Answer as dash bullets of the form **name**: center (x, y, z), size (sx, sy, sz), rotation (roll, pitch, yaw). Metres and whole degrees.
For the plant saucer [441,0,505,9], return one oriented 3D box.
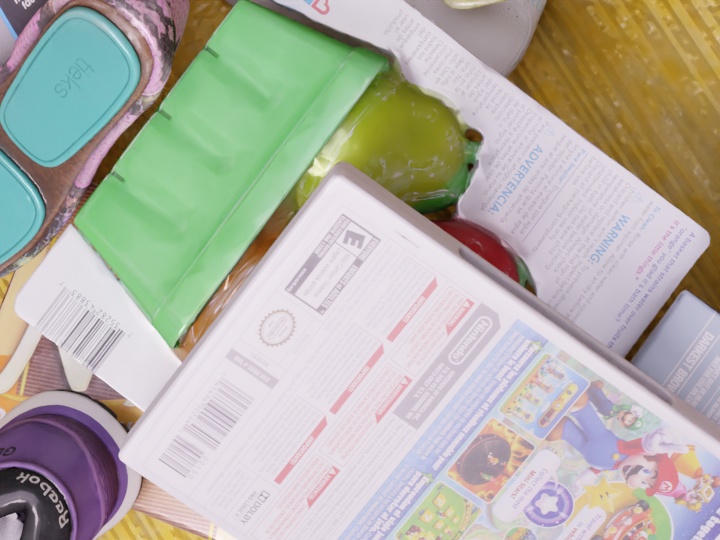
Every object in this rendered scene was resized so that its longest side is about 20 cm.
- **plant saucer**: center (0.114, -0.204, 1.127), size (0.199, 0.048, 0.201), rotation (-11, 71, 5)

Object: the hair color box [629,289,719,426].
- **hair color box**: center (0.188, 0.093, 1.076), size (0.200, 0.099, 0.061), rotation (37, 90, 10)

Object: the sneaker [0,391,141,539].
- **sneaker**: center (-0.173, 0.129, 1.100), size (0.076, 0.088, 0.200), rotation (42, 118, -1)

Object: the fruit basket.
- **fruit basket**: center (0.000, 0.000, 1.079), size (0.200, 0.094, 0.186), rotation (36, 89, -5)

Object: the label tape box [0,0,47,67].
- **label tape box**: center (-0.177, -0.160, 1.149), size (0.144, 0.063, 0.201), rotation (-37, 79, 32)

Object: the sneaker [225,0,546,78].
- **sneaker**: center (-0.014, -0.143, 1.155), size (0.200, 0.075, 0.089), rotation (36, 76, 6)

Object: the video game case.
- **video game case**: center (0.032, 0.071, 1.029), size (0.200, 0.018, 0.143), rotation (35, 113, -9)

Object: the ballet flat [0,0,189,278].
- **ballet flat**: center (-0.121, -0.057, 1.090), size (0.069, 0.071, 0.200), rotation (46, 132, -2)

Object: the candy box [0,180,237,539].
- **candy box**: center (-0.050, 0.049, 1.140), size (0.199, 0.055, 0.116), rotation (21, 87, 12)
